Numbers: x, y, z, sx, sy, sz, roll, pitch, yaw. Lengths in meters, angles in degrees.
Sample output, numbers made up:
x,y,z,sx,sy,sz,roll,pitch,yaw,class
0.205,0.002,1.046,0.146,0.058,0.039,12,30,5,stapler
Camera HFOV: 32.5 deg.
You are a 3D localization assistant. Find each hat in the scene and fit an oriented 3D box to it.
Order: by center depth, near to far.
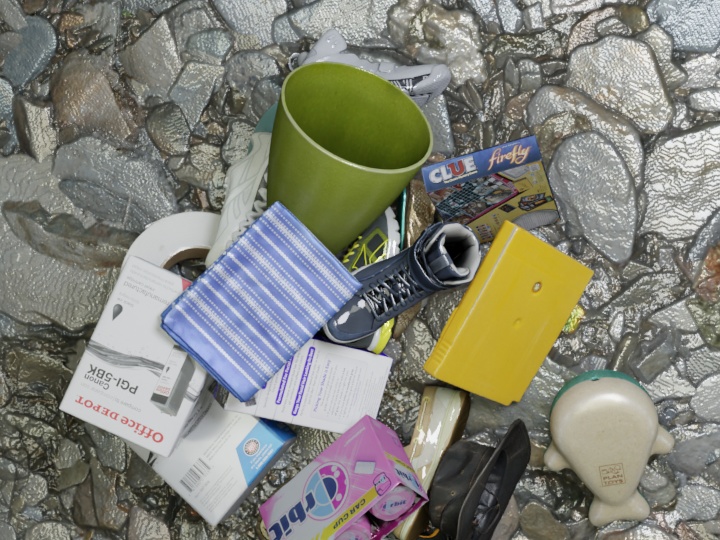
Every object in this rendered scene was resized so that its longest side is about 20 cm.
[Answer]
x,y,z,sx,sy,sz,roll,pitch,yaw,class
0.130,0.262,1.490,0.080,0.200,0.202,21,94,25,hat

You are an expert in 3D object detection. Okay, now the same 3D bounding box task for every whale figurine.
x,y,z,sx,sy,sz,roll,pitch,yaw,class
0.300,0.212,1.504,0.158,0.104,0.202,-12,113,10,whale figurine

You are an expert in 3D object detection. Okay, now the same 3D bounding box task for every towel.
x,y,z,sx,sy,sz,roll,pitch,yaw,class
-0.116,0.038,1.420,0.200,0.024,0.145,-45,98,3,towel

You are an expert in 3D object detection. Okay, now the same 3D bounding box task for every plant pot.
x,y,z,sx,sy,sz,roll,pitch,yaw,class
-0.037,-0.108,1.462,0.186,0.187,0.201,35,130,8,plant pot

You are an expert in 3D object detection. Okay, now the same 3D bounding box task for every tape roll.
x,y,z,sx,sy,sz,roll,pitch,yaw,class
-0.208,0.023,1.568,0.201,0.037,0.205,3,68,-8,tape roll

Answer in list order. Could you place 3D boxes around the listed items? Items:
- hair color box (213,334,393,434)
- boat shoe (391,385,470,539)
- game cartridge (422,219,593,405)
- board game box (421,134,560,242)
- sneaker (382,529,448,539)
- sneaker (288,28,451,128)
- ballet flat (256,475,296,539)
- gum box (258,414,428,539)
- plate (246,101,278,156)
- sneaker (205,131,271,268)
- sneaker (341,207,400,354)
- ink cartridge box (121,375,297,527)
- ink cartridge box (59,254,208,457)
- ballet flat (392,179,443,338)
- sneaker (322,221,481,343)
x,y,z,sx,sy,sz,roll,pitch,yaw,class
-0.071,0.133,1.531,0.198,0.065,0.110,15,94,-23,hair color box
0.076,0.239,1.538,0.066,0.074,0.201,17,72,21,boat shoe
0.179,0.057,1.483,0.032,0.176,0.201,36,98,45,game cartridge
0.158,-0.089,1.461,0.134,0.200,0.035,-16,69,10,board game box
0.021,0.348,1.563,0.198,0.078,0.078,11,77,8,sneaker
0.008,-0.250,1.548,0.198,0.075,0.116,-19,76,-3,sneaker
-0.058,0.283,1.583,0.199,0.046,0.068,-38,84,9,ballet flat
-0.027,0.287,1.496,0.200,0.066,0.114,-42,43,13,gum box
-0.055,-0.136,1.589,0.198,0.026,0.202,0,92,10,plate
-0.144,-0.084,1.557,0.081,0.075,0.201,27,81,19,sneaker
0.000,0.000,1.527,0.084,0.074,0.202,6,73,-17,sneaker
-0.205,0.203,1.590,0.200,0.084,0.145,42,96,8,ink cartridge box
-0.249,0.102,1.470,0.146,0.083,0.202,24,87,-5,ink cartridge box
0.074,-0.012,1.548,0.065,0.071,0.202,6,96,-7,ballet flat
0.051,0.012,1.433,0.202,0.146,0.077,-35,95,-15,sneaker
